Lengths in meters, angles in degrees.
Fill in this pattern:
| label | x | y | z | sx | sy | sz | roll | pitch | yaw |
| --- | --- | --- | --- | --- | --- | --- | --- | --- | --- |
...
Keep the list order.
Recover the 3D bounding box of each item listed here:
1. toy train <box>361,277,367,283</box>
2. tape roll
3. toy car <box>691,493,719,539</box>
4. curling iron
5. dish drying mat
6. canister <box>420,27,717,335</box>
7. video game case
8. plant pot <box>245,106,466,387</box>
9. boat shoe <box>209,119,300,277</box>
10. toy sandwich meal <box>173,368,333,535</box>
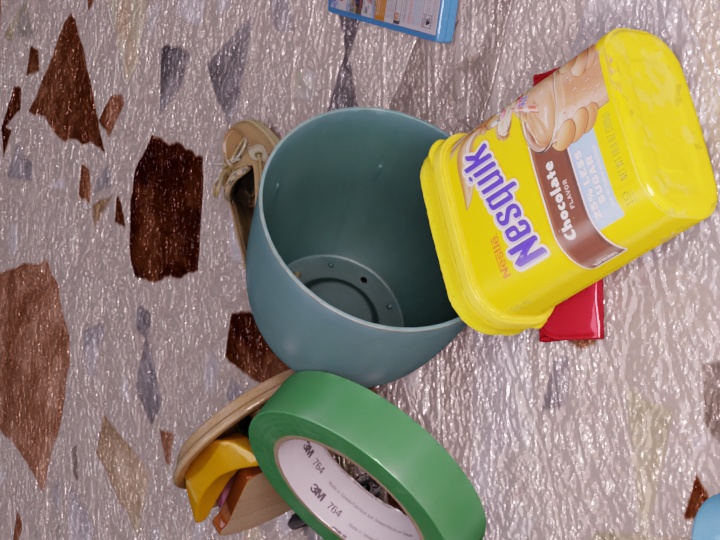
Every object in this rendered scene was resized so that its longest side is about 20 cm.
| label | x | y | z | sx | sy | sz | roll | pitch | yaw |
| --- | --- | --- | --- | --- | --- | --- | --- | --- | --- |
| toy train | -0.025 | -0.047 | 1.641 | 0.034 | 0.046 | 0.201 | -40 | 54 | 53 |
| tape roll | 0.004 | 0.166 | 1.450 | 0.200 | 0.048 | 0.201 | 31 | 152 | 18 |
| toy car | 0.271 | 0.236 | 1.027 | 0.184 | 0.177 | 0.201 | -8 | 109 | 47 |
| curling iron | -0.029 | 0.206 | 1.639 | 0.026 | 0.049 | 0.200 | 62 | 155 | 3 |
| dish drying mat | 0.150 | -0.049 | 1.356 | 0.077 | 0.018 | 0.201 | -8 | 82 | 60 |
| canister | 0.141 | -0.060 | 1.281 | 0.200 | 0.086 | 0.149 | -34 | 62 | 46 |
| video game case | 0.032 | -0.279 | 1.581 | 0.200 | 0.018 | 0.144 | 28 | 113 | 58 |
| plant pot | 0.000 | 0.000 | 1.456 | 0.161 | 0.199 | 0.202 | 117 | 144 | -54 |
| boat shoe | -0.100 | -0.071 | 1.762 | 0.074 | 0.062 | 0.201 | -65 | 36 | 37 |
| toy sandwich meal | -0.075 | 0.155 | 1.602 | 0.070 | 0.204 | 0.205 | 57 | 140 | 16 |
